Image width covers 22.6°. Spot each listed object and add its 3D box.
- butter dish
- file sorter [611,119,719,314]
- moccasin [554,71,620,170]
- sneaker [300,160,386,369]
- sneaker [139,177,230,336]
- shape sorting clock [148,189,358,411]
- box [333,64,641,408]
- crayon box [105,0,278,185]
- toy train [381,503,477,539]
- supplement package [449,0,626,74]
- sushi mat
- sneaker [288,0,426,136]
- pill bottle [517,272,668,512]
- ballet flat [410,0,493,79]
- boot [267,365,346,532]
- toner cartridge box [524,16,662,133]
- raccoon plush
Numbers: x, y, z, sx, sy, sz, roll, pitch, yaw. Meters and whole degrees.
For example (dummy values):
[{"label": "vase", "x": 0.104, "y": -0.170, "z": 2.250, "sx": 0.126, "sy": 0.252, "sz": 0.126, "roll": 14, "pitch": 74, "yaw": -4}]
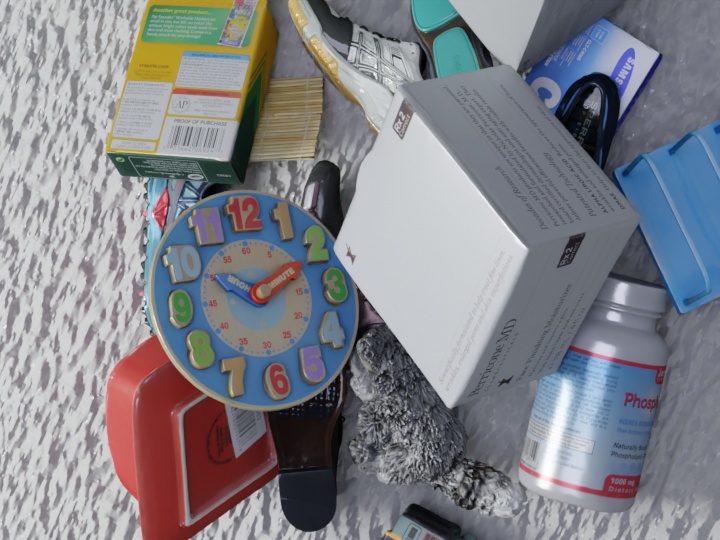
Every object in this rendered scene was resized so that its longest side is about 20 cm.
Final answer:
[{"label": "butter dish", "x": -0.170, "y": 0.127, "z": 1.671, "sx": 0.147, "sy": 0.199, "sz": 0.202, "roll": 23, "pitch": 128, "yaw": 35}, {"label": "file sorter", "x": 0.341, "y": -0.072, "z": 1.533, "sx": 0.198, "sy": 0.123, "sz": 0.140, "roll": -25, "pitch": 85, "yaw": -5}, {"label": "moccasin", "x": 0.172, "y": -0.080, "z": 1.592, "sx": 0.080, "sy": 0.068, "sz": 0.202, "roll": 15, "pitch": 96, "yaw": 13}, {"label": "sneaker", "x": 0.000, "y": 0.000, "z": 1.692, "sx": 0.114, "sy": 0.076, "sz": 0.202, "roll": 6, "pitch": 103, "yaw": 10}, {"label": "sneaker", "x": -0.158, "y": -0.013, "z": 1.726, "sx": 0.094, "sy": 0.079, "sz": 0.203, "roll": 0, "pitch": 92, "yaw": 14}, {"label": "shape sorting clock", "x": -0.091, "y": 0.024, "z": 1.594, "sx": 0.198, "sy": 0.039, "sz": 0.202, "roll": 9, "pitch": 66, "yaw": -21}, {"label": "box", "x": 0.100, "y": -0.031, "z": 1.524, "sx": 0.201, "sy": 0.130, "sz": 0.200, "roll": 54, "pitch": 141, "yaw": 29}, {"label": "crayon box", "x": -0.153, "y": -0.183, "z": 1.705, "sx": 0.124, "sy": 0.052, "sz": 0.202, "roll": 5, "pitch": 66, "yaw": 16}, {"label": "toy train", "x": 0.091, "y": 0.302, "z": 1.666, "sx": 0.199, "sy": 0.085, "sz": 0.115, "roll": 28, "pitch": 89, "yaw": 13}, {"label": "supplement package", "x": 0.176, "y": -0.304, "z": 1.532, "sx": 0.199, "sy": 0.191, "sz": 0.148, "roll": -35, "pitch": 80, "yaw": -13}, {"label": "sushi mat", "x": -0.131, "y": -0.141, "z": 1.721, "sx": 0.198, "sy": 0.012, "sz": 0.097, "roll": -1, "pitch": 56, "yaw": 13}, {"label": "sneaker", "x": 0.017, "y": -0.193, "z": 1.685, "sx": 0.087, "sy": 0.076, "sz": 0.200, "roll": -40, "pitch": 84, "yaw": -3}, {"label": "pill bottle", "x": 0.213, "y": 0.105, "z": 1.609, "sx": 0.108, "sy": 0.109, "sz": 0.202, "roll": 14, "pitch": 96, "yaw": 15}, {"label": "ballet flat", "x": 0.088, "y": -0.209, "z": 1.646, "sx": 0.072, "sy": 0.073, "sz": 0.201, "roll": -21, "pitch": 50, "yaw": 15}, {"label": "boot", "x": -0.050, "y": 0.133, "z": 1.683, "sx": 0.074, "sy": 0.097, "sz": 0.203, "roll": 3, "pitch": 95, "yaw": -1}, {"label": "toner cartridge box", "x": 0.182, "y": -0.135, "z": 1.644, "sx": 0.095, "sy": 0.043, "sz": 0.201, "roll": 32, "pitch": 100, "yaw": 10}, {"label": "raccoon plush", "x": 0.072, "y": 0.123, "z": 1.631, "sx": 0.198, "sy": 0.097, "sz": 0.135, "roll": 16, "pitch": 124, "yaw": 17}]
